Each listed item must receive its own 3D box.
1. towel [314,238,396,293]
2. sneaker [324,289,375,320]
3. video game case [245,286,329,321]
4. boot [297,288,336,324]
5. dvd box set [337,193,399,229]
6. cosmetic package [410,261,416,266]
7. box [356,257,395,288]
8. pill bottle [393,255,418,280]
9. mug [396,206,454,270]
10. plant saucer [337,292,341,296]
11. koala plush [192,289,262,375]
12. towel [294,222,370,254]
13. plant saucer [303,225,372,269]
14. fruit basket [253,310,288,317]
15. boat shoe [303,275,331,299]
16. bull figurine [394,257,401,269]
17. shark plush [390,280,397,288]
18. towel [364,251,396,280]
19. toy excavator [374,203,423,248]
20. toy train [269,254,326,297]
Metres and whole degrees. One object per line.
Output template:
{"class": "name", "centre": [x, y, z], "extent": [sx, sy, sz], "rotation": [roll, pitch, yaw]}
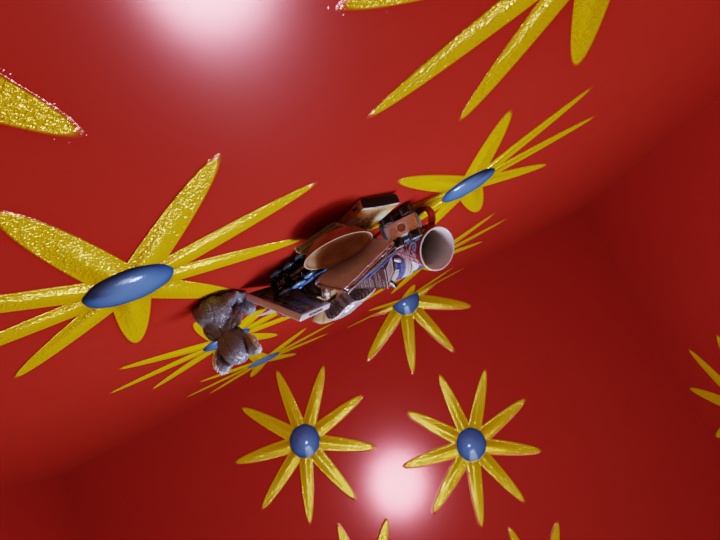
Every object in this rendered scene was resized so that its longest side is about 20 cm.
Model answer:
{"class": "towel", "centre": [-0.016, -0.016, 1.513], "extent": [0.199, 0.033, 0.189], "rotation": [-42, -156, -20]}
{"class": "sneaker", "centre": [-0.030, 0.092, 1.841], "extent": [0.197, 0.076, 0.082], "rotation": [-34, 163, 5]}
{"class": "video game case", "centre": [-0.214, 0.092, 1.656], "extent": [0.181, 0.194, 0.024], "rotation": [-19, 125, -64]}
{"class": "boot", "centre": [-0.150, 0.116, 1.854], "extent": [0.169, 0.068, 0.203], "rotation": [-10, 146, -16]}
{"class": "dvd box set", "centre": [0.001, -0.138, 1.512], "extent": [0.143, 0.030, 0.199], "rotation": [-16, 164, -42]}
{"class": "cosmetic package", "centre": [0.194, -0.089, 1.999], "extent": [0.072, 0.104, 0.200], "rotation": [-26, 170, 2]}
{"class": "box", "centre": [0.000, 0.000, 1.679], "extent": [0.192, 0.077, 0.101], "rotation": [1, -147, 20]}
{"class": "pill bottle", "centre": [0.138, -0.022, 2.125], "extent": [0.196, 0.114, 0.110], "rotation": [-16, 165, -44]}
{"class": "mug", "centre": [0.202, -0.104, 1.785], "extent": [0.130, 0.183, 0.199], "rotation": [22, 179, -28]}
{"class": "plant saucer", "centre": [-0.074, 0.024, 1.845], "extent": [0.192, 0.039, 0.203], "rotation": [-4, 144, -3]}
{"class": "koala plush", "centre": [-0.379, 0.180, 1.585], "extent": [0.173, 0.205, 0.184], "rotation": [-26, 169, 3]}
{"class": "towel", "centre": [-0.070, -0.081, 1.488], "extent": [0.150, 0.024, 0.198], "rotation": [-31, 163, 25]}
{"class": "plant saucer", "centre": [-0.063, -0.065, 1.436], "extent": [0.194, 0.036, 0.201], "rotation": [-24, 165, -7]}
{"class": "fruit basket", "centre": [-0.255, 0.117, 1.953], "extent": [0.195, 0.097, 0.183], "rotation": [-16, 177, 36]}
{"class": "boat shoe", "centre": [-0.138, 0.050, 1.683], "extent": [0.072, 0.078, 0.202], "rotation": [-12, -171, -11]}
{"class": "bull figurine", "centre": [0.058, -0.025, 1.825], "extent": [0.118, 0.068, 0.198], "rotation": [4, -167, -35]}
{"class": "shark plush", "centre": [0.044, 0.005, 1.954], "extent": [0.193, 0.094, 0.083], "rotation": [13, 158, -17]}
{"class": "towel", "centre": [-0.001, -0.037, 1.610], "extent": [0.146, 0.024, 0.197], "rotation": [-42, -147, -24]}
{"class": "toy excavator", "centre": [0.102, -0.114, 1.727], "extent": [0.190, 0.103, 0.200], "rotation": [-27, 177, 7]}
{"class": "toy train", "centre": [-0.175, 0.006, 1.606], "extent": [0.197, 0.089, 0.113], "rotation": [-33, 173, 27]}
